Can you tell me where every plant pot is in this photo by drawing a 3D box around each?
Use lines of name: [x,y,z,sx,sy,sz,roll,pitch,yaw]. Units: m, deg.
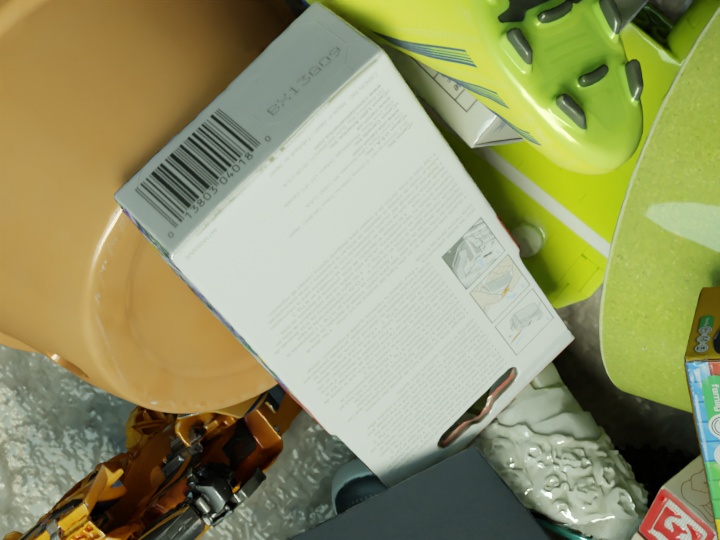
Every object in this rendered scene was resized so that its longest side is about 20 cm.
plant pot: [-0.086,-0.034,0.967,0.140,0.200,0.201,42,129,44]
plant pot: [0.221,0.000,0.869,0.200,0.187,0.188,25,120,25]

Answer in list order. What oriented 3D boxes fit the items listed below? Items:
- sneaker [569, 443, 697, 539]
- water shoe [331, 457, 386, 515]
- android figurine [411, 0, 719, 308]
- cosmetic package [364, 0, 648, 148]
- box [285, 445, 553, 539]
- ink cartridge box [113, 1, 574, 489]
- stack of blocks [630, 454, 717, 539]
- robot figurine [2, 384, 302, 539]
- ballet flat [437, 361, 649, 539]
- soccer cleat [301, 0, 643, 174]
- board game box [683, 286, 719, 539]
sneaker: [0.165,0.144,1.027,0.199,0.070,0.094,13,119,34]
water shoe: [0.046,0.178,1.102,0.071,0.079,0.200,-27,100,29]
android figurine: [0.083,-0.065,1.006,0.182,0.041,0.200,40,119,1]
cosmetic package: [0.019,-0.154,0.940,0.200,0.073,0.104,46,108,11]
box: [0.024,0.199,0.978,0.149,0.107,0.200,51,143,22]
ink cartridge box: [0.000,0.000,0.923,0.050,0.109,0.200,41,173,42]
stack of blocks: [0.148,0.174,0.964,0.115,0.059,0.200,40,136,20]
robot figurine: [-0.100,0.105,1.058,0.145,0.200,0.058,-37,96,29]
ballet flat: [0.049,0.058,1.024,0.200,0.072,0.072,24,123,41]
soccer cleat: [0.025,-0.105,0.882,0.200,0.065,0.084,45,138,8]
board game box: [0.209,0.097,0.805,0.165,0.057,0.201,-5,116,17]
